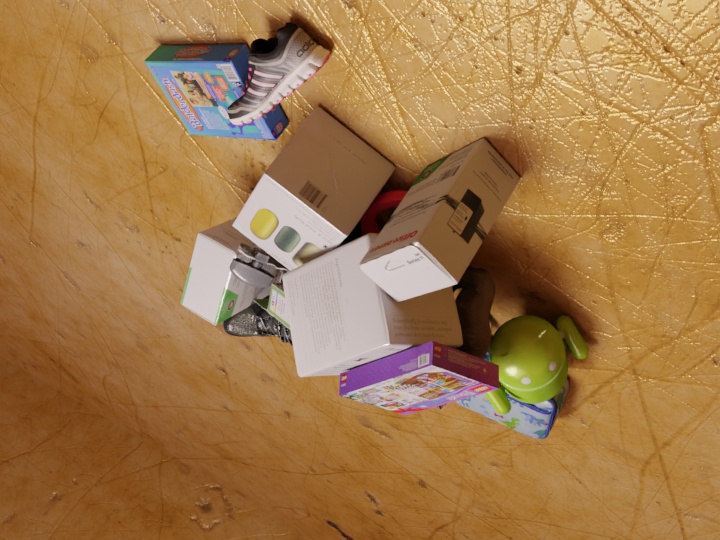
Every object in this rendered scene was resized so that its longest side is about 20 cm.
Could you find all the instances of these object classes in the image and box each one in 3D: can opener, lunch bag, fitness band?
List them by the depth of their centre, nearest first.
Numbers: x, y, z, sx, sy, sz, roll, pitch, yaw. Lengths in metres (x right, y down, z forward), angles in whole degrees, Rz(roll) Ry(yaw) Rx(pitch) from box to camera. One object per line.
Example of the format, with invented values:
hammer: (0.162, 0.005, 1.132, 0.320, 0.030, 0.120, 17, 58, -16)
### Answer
fitness band: (0.084, -0.042, 1.454, 0.143, 0.038, 0.200, -7, 132, 34)
can opener: (-0.120, 0.011, 1.532, 0.199, 0.067, 0.053, 24, -169, -26)
lunch bag: (0.256, 0.202, 1.626, 0.199, 0.083, 0.161, 26, 147, 15)

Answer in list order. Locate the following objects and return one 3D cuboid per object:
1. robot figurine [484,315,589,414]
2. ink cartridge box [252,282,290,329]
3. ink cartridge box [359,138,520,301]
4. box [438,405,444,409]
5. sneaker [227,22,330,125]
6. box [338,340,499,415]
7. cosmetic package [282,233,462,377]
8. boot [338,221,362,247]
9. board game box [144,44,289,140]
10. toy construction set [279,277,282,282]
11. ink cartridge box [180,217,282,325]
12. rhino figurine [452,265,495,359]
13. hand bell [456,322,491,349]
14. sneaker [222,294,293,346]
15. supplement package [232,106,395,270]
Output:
robot figurine: (0.263, 0.140, 1.454, 0.116, 0.175, 0.200, 58, -178, 25)
ink cartridge box: (-0.090, 0.060, 1.596, 0.200, 0.103, 0.060, 31, 118, 47)
ink cartridge box: (0.106, -0.065, 1.256, 0.083, 0.200, 0.146, 44, 151, -16)
box: (0.082, 0.146, 1.627, 0.200, 0.038, 0.137, 48, 174, 20)
sneaker: (-0.131, -0.279, 1.307, 0.200, 0.074, 0.088, -29, 105, 42)
box: (0.083, 0.160, 1.350, 0.136, 0.039, 0.200, 23, 148, -36)
cosmetic package: (0.016, 0.058, 1.391, 0.164, 0.166, 0.200, 4, 160, -44)
boot: (0.000, 0.001, 1.605, 0.154, 0.074, 0.203, 41, 153, -17)
board game box: (-0.225, -0.278, 1.452, 0.199, 0.045, 0.152, 10, 143, 37)
toy construction set: (-0.160, 0.030, 1.808, 0.199, 0.092, 0.131, 19, 156, 17)
ink cartridge box: (-0.212, -0.011, 1.634, 0.084, 0.200, 0.147, 27, 116, 17)
rhino figurine: (0.159, 0.088, 1.407, 0.087, 0.201, 0.060, 1, 173, 34)
hand bell: (0.135, 0.102, 1.625, 0.104, 0.104, 0.200, 44, 164, -15)
sneaker: (-0.152, 0.095, 1.690, 0.198, 0.114, 0.077, -3, 110, -6)
supplement package: (-0.076, -0.112, 1.430, 0.152, 0.151, 0.200, 37, 152, -6)
